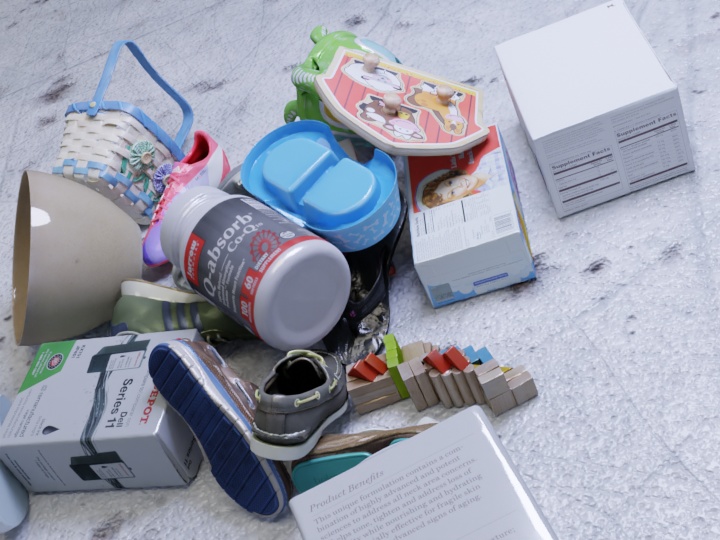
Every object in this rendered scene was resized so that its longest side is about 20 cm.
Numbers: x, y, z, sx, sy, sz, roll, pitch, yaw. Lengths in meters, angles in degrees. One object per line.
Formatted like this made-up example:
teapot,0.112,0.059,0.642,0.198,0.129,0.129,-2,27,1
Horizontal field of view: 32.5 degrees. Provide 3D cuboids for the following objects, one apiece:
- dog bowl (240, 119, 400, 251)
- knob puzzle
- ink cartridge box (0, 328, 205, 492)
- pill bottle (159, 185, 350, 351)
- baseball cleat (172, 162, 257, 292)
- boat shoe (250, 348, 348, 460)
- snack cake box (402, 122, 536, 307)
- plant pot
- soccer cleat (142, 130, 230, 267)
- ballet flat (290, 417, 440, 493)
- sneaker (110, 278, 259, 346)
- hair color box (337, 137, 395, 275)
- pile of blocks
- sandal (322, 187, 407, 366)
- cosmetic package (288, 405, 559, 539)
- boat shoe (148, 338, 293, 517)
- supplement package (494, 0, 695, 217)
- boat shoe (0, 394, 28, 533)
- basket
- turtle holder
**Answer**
dog bowl,-0.038,-0.086,1.284,0.112,0.050,0.200,-46,48,-16
knob puzzle,0.047,-0.183,1.328,0.218,0.031,0.220,13,34,-9
ink cartridge box,-0.254,0.145,1.273,0.199,0.083,0.147,-7,43,22
pill bottle,-0.112,-0.008,1.253,0.116,0.116,0.200,-42,45,-19
baseball cleat,-0.160,-0.069,1.426,0.200,0.070,0.107,-48,29,18
boat shoe,-0.053,0.111,1.160,0.072,0.061,0.202,7,18,11
snack cake box,0.112,-0.063,1.319,0.114,0.067,0.201,-17,39,12
plant pot,-0.328,-0.012,1.435,0.134,0.201,0.201,2,32,-21
soccer cleat,-0.224,-0.088,1.527,0.066,0.077,0.200,-1,42,32
ballet flat,0.033,0.166,1.117,0.199,0.068,0.072,-11,22,25
sneaker,-0.188,0.071,1.346,0.199,0.067,0.090,10,71,24
hair color box,-0.037,-0.058,1.401,0.110,0.064,0.200,-20,37,4
pile of blocks,0.070,0.087,1.175,0.199,0.062,0.082,-2,44,26
sandal,-0.001,-0.001,1.268,0.075,0.048,0.202,7,73,12
cosmetic package,0.072,0.246,0.908,0.167,0.167,0.200,-26,39,-1
boat shoe,-0.118,0.140,1.175,0.072,0.072,0.200,-16,64,-49
supplement package,0.250,-0.180,1.341,0.155,0.111,0.201,-20,38,7
boat shoe,-0.405,0.217,1.293,0.090,0.071,0.200,-27,31,1
basket,-0.293,-0.169,1.588,0.138,0.176,0.201,1,64,29
turtle holder,-0.007,-0.221,1.479,0.131,0.186,0.141,22,70,24
